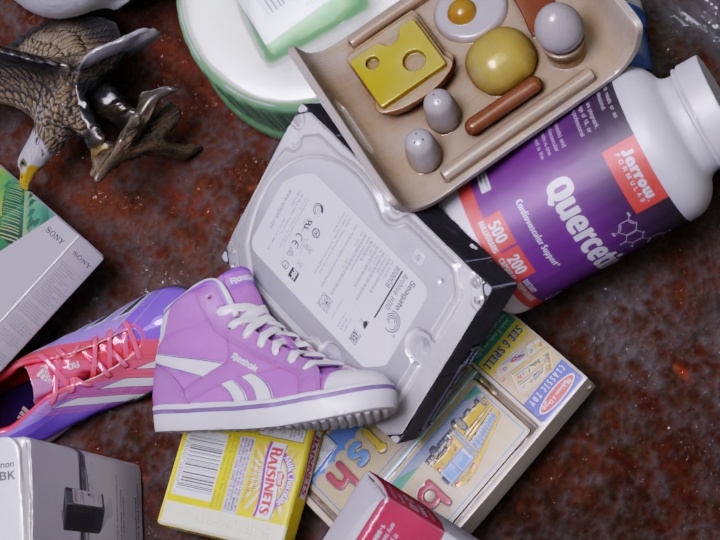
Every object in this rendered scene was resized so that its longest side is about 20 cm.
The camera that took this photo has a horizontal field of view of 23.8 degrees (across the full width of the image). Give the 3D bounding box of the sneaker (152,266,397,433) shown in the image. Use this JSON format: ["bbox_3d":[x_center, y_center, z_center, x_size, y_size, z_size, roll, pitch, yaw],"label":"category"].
[{"bbox_3d":[-0.064,0.052,1.155,0.199,0.072,0.116,-3,82,33],"label":"sneaker"}]

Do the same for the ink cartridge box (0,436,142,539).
[{"bbox_3d":[-0.252,0.172,1.181,0.143,0.200,0.085,-8,76,13],"label":"ink cartridge box"}]

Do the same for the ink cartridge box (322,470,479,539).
[{"bbox_3d":[0.052,0.246,1.102,0.199,0.086,0.148,32,88,-10],"label":"ink cartridge box"}]

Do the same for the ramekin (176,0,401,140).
[{"bbox_3d":[-0.039,-0.197,1.243,0.198,0.098,0.203,-1,86,11],"label":"ramekin"}]

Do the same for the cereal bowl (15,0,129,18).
[{"bbox_3d":[-0.177,-0.256,1.274,0.200,0.200,0.083,-40,105,4],"label":"cereal bowl"}]

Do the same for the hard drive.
[{"bbox_3d":[0.000,0.000,1.163,0.200,0.038,0.140,45,121,25],"label":"hard drive"}]

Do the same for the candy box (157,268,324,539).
[{"bbox_3d":[-0.071,0.095,1.225,0.101,0.026,0.202,10,74,22],"label":"candy box"}]

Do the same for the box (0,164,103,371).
[{"bbox_3d":[-0.299,0.026,1.271,0.200,0.036,0.144,-48,45,-8],"label":"box"}]

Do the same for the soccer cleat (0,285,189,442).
[{"bbox_3d":[-0.205,0.074,1.256,0.199,0.073,0.069,-30,72,7],"label":"soccer cleat"}]

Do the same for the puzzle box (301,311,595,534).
[{"bbox_3d":[0.052,0.113,1.195,0.133,0.025,0.200,40,90,28],"label":"puzzle box"}]

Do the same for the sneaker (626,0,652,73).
[{"bbox_3d":[0.114,-0.130,1.215,0.198,0.079,0.090,-20,72,10],"label":"sneaker"}]

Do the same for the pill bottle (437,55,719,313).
[{"bbox_3d":[0.158,-0.061,1.155,0.199,0.112,0.113,-30,72,18],"label":"pill bottle"}]

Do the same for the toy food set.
[{"bbox_3d":[0.066,-0.149,1.122,0.199,0.060,0.144,-34,64,-1],"label":"toy food set"}]

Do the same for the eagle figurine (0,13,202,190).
[{"bbox_3d":[-0.236,-0.134,1.264,0.199,0.152,0.151,34,76,20],"label":"eagle figurine"}]
